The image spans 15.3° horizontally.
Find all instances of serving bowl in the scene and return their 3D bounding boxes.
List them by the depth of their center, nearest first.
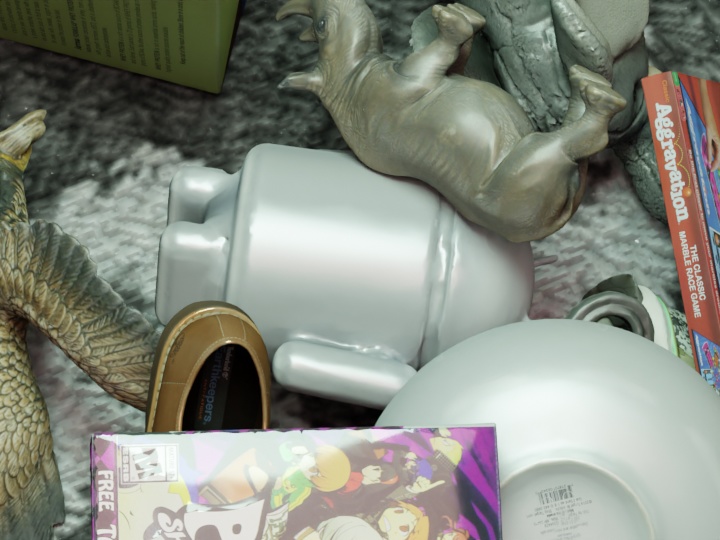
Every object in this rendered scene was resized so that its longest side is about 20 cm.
[{"bbox_3d":[0.092,0.124,1.235,0.198,0.066,0.202,0,92,2],"label":"serving bowl"}]

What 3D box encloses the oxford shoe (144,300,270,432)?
[{"bbox_3d":[-0.074,0.119,1.229,0.071,0.071,0.202,1,98,-12],"label":"oxford shoe"}]

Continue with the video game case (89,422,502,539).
[{"bbox_3d":[-0.026,0.168,1.156,0.180,0.036,0.202,0,77,-6],"label":"video game case"}]

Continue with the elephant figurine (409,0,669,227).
[{"bbox_3d":[0.097,-0.123,1.346,0.154,0.142,0.201,-9,74,-10],"label":"elephant figurine"}]

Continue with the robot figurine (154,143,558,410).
[{"bbox_3d":[0.000,0.000,1.328,0.198,0.113,0.170,8,48,0],"label":"robot figurine"}]

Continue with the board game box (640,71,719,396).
[{"bbox_3d":[0.181,0.004,1.333,0.019,0.103,0.202,-12,85,23],"label":"board game box"}]

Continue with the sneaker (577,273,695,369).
[{"bbox_3d":[0.167,0.099,1.331,0.088,0.077,0.201,4,68,-32],"label":"sneaker"}]

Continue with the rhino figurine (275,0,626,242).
[{"bbox_3d":[0.033,-0.083,1.283,0.199,0.060,0.088,30,103,27],"label":"rhino figurine"}]

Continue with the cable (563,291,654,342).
[{"bbox_3d":[0.078,0.103,1.300,0.096,0.050,0.201,15,85,-2],"label":"cable"}]

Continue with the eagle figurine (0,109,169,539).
[{"bbox_3d":[-0.162,0.026,1.310,0.150,0.152,0.201,-13,72,-26],"label":"eagle figurine"}]

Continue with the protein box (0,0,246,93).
[{"bbox_3d":[-0.148,-0.201,1.322,0.199,0.199,0.136,14,76,1],"label":"protein box"}]
